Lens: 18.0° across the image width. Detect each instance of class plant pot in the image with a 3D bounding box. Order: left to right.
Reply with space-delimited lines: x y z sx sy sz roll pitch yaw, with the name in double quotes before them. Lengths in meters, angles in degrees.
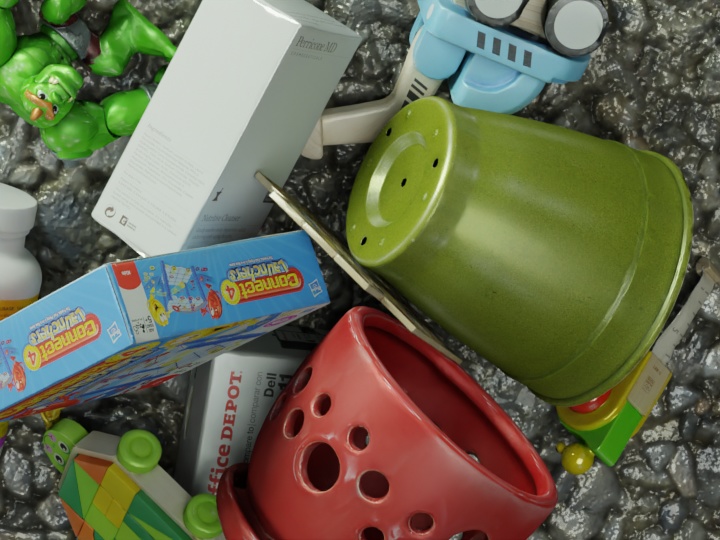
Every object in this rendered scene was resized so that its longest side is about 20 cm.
"plant pot" 0.008 0.154 1.600 0.200 0.201 0.183 41 102 -19
"plant pot" 0.100 -0.029 1.630 0.192 0.200 0.201 24 102 -27

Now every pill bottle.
"pill bottle" -0.291 0.038 1.646 0.104 0.104 0.201 12 104 -14

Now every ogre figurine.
"ogre figurine" -0.207 -0.156 1.610 0.120 0.098 0.200 -46 143 -7

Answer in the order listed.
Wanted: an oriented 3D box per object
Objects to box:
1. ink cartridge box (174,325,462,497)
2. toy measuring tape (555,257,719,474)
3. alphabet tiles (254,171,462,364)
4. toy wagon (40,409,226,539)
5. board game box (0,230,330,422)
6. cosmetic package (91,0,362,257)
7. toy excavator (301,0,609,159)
"ink cartridge box" -0.032 0.124 1.731 0.199 0.083 0.147 6 105 -11
"toy measuring tape" 0.207 0.071 1.779 0.073 0.074 0.200 37 77 -18
"alphabet tiles" 0.000 0.000 1.628 0.006 0.200 0.166 -46 69 3
"toy wagon" -0.175 0.178 1.694 0.200 0.155 0.040 42 53 10
"board game box" -0.158 0.041 1.568 0.200 0.195 0.056 -26 81 41
"cosmetic package" -0.094 -0.103 1.613 0.081 0.113 0.201 35 106 19
"toy excavator" 0.061 -0.150 1.665 0.194 0.100 0.201 19 111 -14
